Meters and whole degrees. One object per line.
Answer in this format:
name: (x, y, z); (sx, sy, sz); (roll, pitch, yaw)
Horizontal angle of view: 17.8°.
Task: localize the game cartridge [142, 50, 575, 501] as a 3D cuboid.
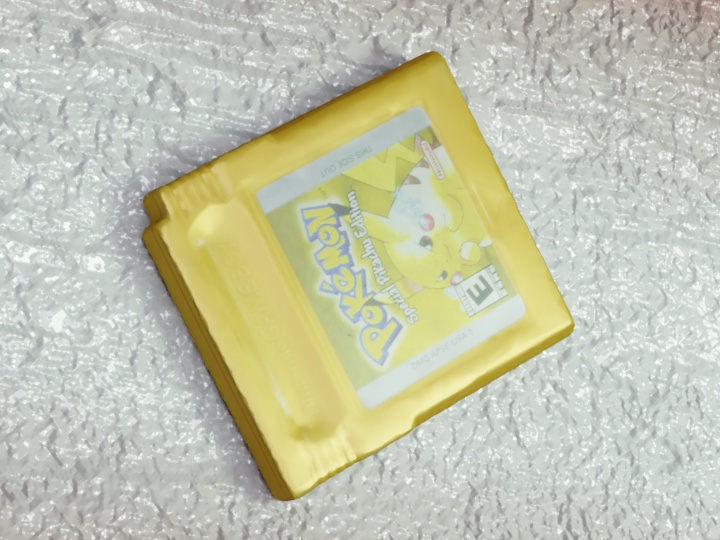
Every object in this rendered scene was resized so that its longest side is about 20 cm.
game cartridge: (0.000, 0.000, 1.221); (0.200, 0.032, 0.176); (-30, 95, -29)
